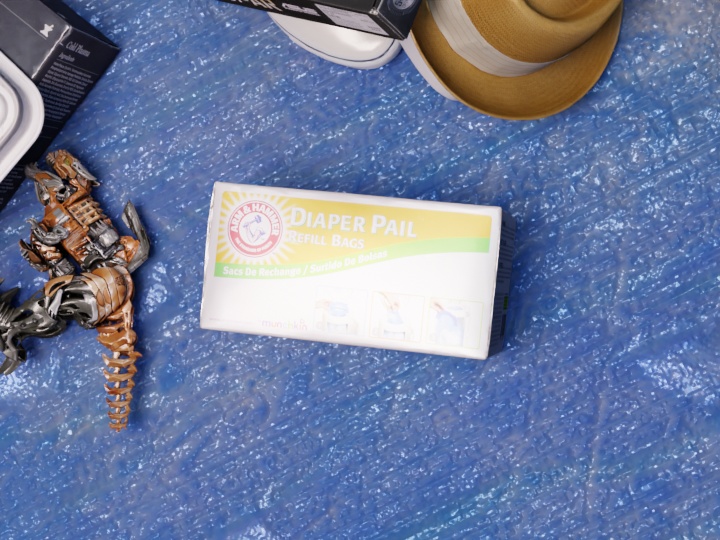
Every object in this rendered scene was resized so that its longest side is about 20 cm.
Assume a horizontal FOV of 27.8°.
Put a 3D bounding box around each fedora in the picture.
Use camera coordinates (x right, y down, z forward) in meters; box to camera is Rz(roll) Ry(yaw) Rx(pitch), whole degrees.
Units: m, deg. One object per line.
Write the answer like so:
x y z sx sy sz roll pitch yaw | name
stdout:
0.119 -0.195 0.959 0.200 0.082 0.201 3 85 -35 | fedora

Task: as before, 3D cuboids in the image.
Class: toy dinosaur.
-0.213 0.016 1.063 0.136 0.102 0.200 -19 64 -7 | toy dinosaur

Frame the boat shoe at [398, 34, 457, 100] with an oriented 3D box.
0.038 -0.220 1.011 0.086 0.075 0.202 -39 84 42 | boat shoe

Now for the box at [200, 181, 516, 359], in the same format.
0.000 0.000 1.012 0.200 0.112 0.102 6 90 11 | box

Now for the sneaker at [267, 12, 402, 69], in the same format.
-0.055 -0.216 1.045 0.200 0.071 0.073 38 95 8 | sneaker

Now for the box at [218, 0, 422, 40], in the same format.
-0.032 -0.245 0.939 0.200 0.044 0.160 19 84 31 | box

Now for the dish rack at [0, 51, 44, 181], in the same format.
-0.335 -0.094 1.002 0.172 0.044 0.200 43 96 8 | dish rack

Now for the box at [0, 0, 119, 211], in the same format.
-0.318 -0.157 1.073 0.200 0.104 0.182 39 97 8 | box
